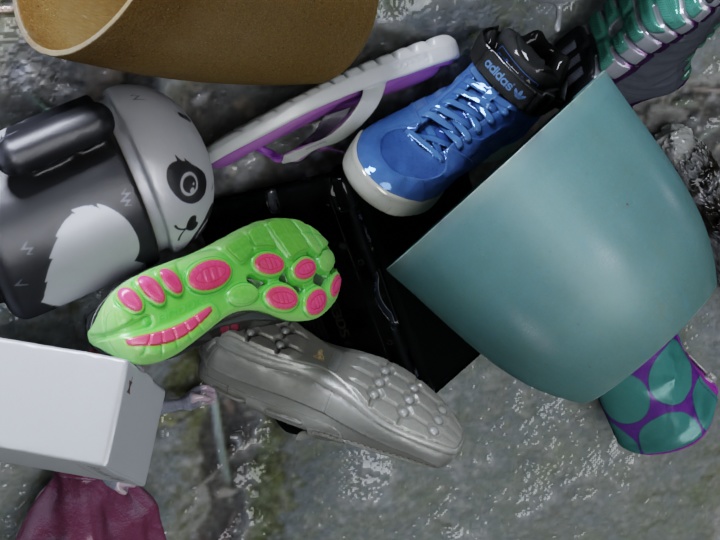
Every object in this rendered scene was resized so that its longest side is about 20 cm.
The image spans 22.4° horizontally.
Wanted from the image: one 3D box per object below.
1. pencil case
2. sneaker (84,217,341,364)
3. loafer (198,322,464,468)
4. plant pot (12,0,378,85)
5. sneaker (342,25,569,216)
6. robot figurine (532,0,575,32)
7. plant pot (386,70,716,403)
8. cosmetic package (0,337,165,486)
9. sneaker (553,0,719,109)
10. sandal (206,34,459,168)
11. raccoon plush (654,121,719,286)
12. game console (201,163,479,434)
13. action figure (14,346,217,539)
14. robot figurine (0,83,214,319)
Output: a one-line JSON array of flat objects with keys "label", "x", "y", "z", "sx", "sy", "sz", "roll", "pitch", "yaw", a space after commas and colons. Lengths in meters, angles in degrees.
[{"label": "pencil case", "x": 0.206, "y": 0.041, "z": 1.400, "sx": 0.092, "sy": 0.085, "sz": 0.201, "roll": -26, "pitch": 116, "yaw": 3}, {"label": "sneaker", "x": -0.100, "y": 0.013, "z": 1.225, "sx": 0.199, "sy": 0.084, "sz": 0.077, "roll": -13, "pitch": 92, "yaw": -36}, {"label": "loafer", "x": -0.022, "y": 0.092, "z": 1.301, "sx": 0.199, "sy": 0.070, "sz": 0.070, "roll": 27, "pitch": 126, "yaw": 4}, {"label": "plant pot", "x": -0.092, "y": -0.194, "z": 1.172, "sx": 0.200, "sy": 0.186, "sz": 0.187, "roll": 20, "pitch": 101, "yaw": -39}, {"label": "sneaker", "x": 0.072, "y": -0.111, "z": 1.240, "sx": 0.200, "sy": 0.077, "sz": 0.111, "roll": -25, "pitch": 159, "yaw": -50}, {"label": "robot figurine", "x": 0.129, "y": -0.270, "z": 1.246, "sx": 0.169, "sy": 0.113, "sz": 0.201, "roll": -33, "pitch": 118, "yaw": -33}, {"label": "plant pot", "x": 0.144, "y": -0.009, "z": 1.238, "sx": 0.200, "sy": 0.201, "sz": 0.161, "roll": -42, "pitch": 91, "yaw": -2}, {"label": "cosmetic package", "x": -0.239, "y": 0.085, "z": 1.188, "sx": 0.199, "sy": 0.101, "sz": 0.072, "roll": 8, "pitch": 77, "yaw": 10}, {"label": "sneaker", "x": 0.224, "y": -0.175, "z": 1.306, "sx": 0.087, "sy": 0.075, "sz": 0.200, "roll": 16, "pitch": 145, "yaw": -35}, {"label": "sandal", "x": -0.015, "y": -0.107, "z": 1.264, "sx": 0.202, "sy": 0.082, "sz": 0.050, "roll": -26, "pitch": 91, "yaw": -11}, {"label": "raccoon plush", "x": 0.332, "y": -0.058, "z": 1.412, "sx": 0.134, "sy": 0.097, "sz": 0.200, "roll": -37, "pitch": 117, "yaw": -13}, {"label": "game console", "x": 0.000, "y": 0.000, "z": 1.348, "sx": 0.175, "sy": 0.117, "sz": 0.201, "roll": -12, "pitch": 115, "yaw": 17}, {"label": "action figure", "x": -0.193, "y": 0.135, "z": 1.301, "sx": 0.148, "sy": 0.134, "sz": 0.201, "roll": 2, "pitch": 98, "yaw": 24}, {"label": "robot figurine", "x": -0.194, "y": -0.043, "z": 1.201, "sx": 0.199, "sy": 0.150, "sz": 0.125, "roll": -24, "pitch": 102, "yaw": -10}]
